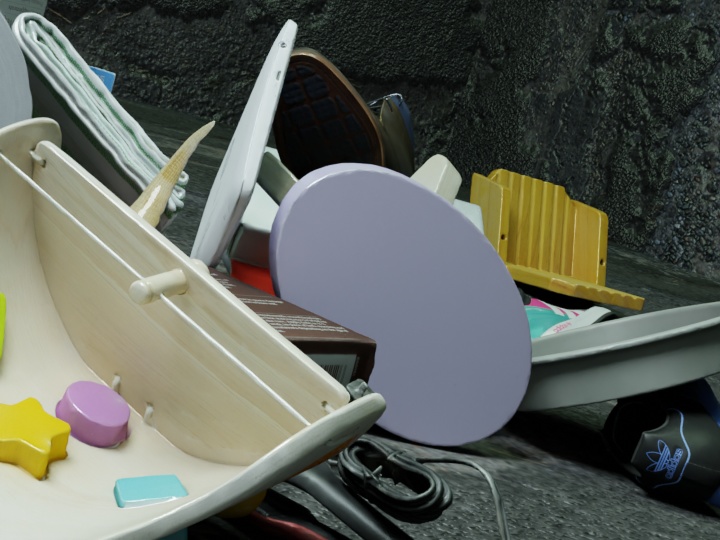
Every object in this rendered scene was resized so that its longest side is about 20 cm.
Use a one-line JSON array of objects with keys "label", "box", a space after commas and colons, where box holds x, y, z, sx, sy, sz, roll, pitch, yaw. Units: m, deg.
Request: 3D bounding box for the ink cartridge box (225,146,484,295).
[{"label": "ink cartridge box", "box": [0.000, 0.000, 0.998, 0.198, 0.044, 0.175, 14, 41, -16]}]

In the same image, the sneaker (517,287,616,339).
[{"label": "sneaker", "box": [0.139, 0.047, 1.172, 0.120, 0.084, 0.199, 30, 13, 22]}]

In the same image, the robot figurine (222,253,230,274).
[{"label": "robot figurine", "box": [-0.038, -0.023, 1.142, 0.199, 0.114, 0.169, 22, -6, 32]}]

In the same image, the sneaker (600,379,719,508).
[{"label": "sneaker", "box": [0.201, 0.101, 0.943, 0.077, 0.071, 0.200, 20, 7, -8]}]

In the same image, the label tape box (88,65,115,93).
[{"label": "label tape box", "box": [-0.322, -0.126, 1.146, 0.198, 0.145, 0.066, 17, 7, 4]}]

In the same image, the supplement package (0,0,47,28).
[{"label": "supplement package", "box": [-0.344, -0.135, 0.956, 0.146, 0.202, 0.191, 19, 9, 14]}]

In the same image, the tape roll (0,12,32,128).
[{"label": "tape roll", "box": [-0.285, -0.089, 0.755, 0.198, 0.203, 0.066, 13, 9, -26]}]

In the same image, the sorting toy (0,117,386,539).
[{"label": "sorting toy", "box": [-0.126, 0.051, 0.515, 0.199, 0.108, 0.179, 38, 32, 20]}]

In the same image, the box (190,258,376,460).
[{"label": "box", "box": [-0.102, 0.037, 0.746, 0.199, 0.076, 0.100, 24, 11, 35]}]

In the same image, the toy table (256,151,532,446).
[{"label": "toy table", "box": [0.010, 0.011, 0.850, 0.201, 0.183, 0.117, 60, -8, -24]}]

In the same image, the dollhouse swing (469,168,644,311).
[{"label": "dollhouse swing", "box": [0.268, -0.041, 1.784, 0.198, 0.184, 0.175, 12, -11, -34]}]

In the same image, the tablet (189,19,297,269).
[{"label": "tablet", "box": [-0.082, -0.050, 0.848, 0.014, 0.131, 0.200, 19, -32, -10]}]

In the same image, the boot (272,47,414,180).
[{"label": "boot", "box": [-0.008, -0.095, 0.939, 0.074, 0.098, 0.201, -14, -45, 16]}]

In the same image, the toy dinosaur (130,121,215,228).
[{"label": "toy dinosaur", "box": [-0.140, 0.009, 0.687, 0.100, 0.201, 0.058, 11, -36, 13]}]

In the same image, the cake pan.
[{"label": "cake pan", "box": [0.177, 0.058, 0.939, 0.198, 0.037, 0.200, -13, 0, 0]}]

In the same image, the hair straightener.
[{"label": "hair straightener", "box": [-0.011, 0.085, 0.574, 0.041, 0.078, 0.199, 11, 10, -46]}]

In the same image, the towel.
[{"label": "towel", "box": [-0.181, -0.068, 0.883, 0.150, 0.031, 0.200, 51, -25, 1]}]
